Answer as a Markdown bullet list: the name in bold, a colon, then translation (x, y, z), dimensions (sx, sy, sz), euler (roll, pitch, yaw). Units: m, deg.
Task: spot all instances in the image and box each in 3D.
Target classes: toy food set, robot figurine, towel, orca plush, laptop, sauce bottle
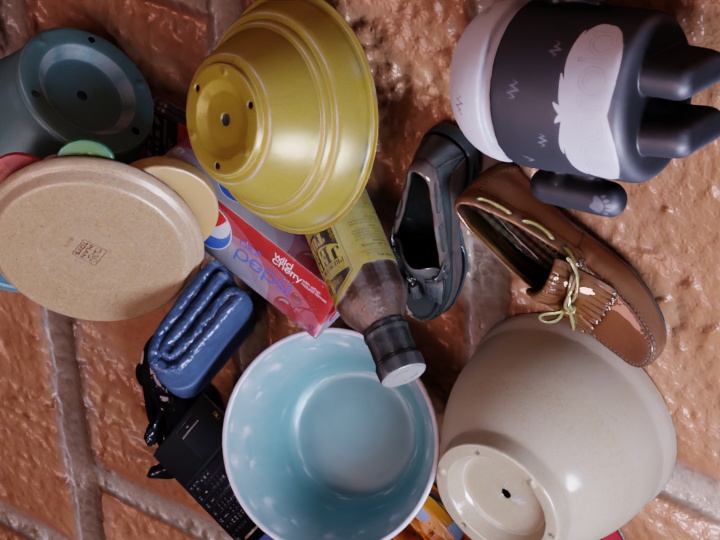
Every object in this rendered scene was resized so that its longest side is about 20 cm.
- **toy food set**: translation (-0.230, -0.033, 1.615), dimensions (0.196, 0.049, 0.201), euler (15, 135, -12)
- **robot figurine**: translation (0.029, 0.226, 1.787), dimensions (0.200, 0.058, 0.145), euler (43, 139, 4)
- **towel**: translation (-0.145, 0.058, 1.698), dimensions (0.048, 0.112, 0.200), euler (39, 172, 6)
- **orca plush**: translation (-0.209, 0.155, 1.930), dimensions (0.105, 0.071, 0.201), euler (33, 138, 16)
- **laptop**: translation (-0.137, 0.247, 1.813), dimensions (0.200, 0.103, 0.177), euler (45, 146, 3)
- **robot figurine**: translation (0.160, -0.130, 1.341), dimensions (0.199, 0.151, 0.125), euler (11, 165, 34)
- **sauce bottle**: translation (0.000, 0.000, 1.564), dimensions (0.065, 0.064, 0.201), euler (-54, 52, 50)

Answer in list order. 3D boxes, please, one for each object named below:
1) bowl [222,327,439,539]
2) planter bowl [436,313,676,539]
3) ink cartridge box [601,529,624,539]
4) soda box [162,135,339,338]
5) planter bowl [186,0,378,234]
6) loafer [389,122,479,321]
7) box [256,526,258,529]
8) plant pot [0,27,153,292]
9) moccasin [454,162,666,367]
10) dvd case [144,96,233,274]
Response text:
- **bowl**: translation (-0.015, 0.151, 1.694), dimensions (0.199, 0.105, 0.203), euler (0, 90, 15)
- **planter bowl**: translation (0.146, 0.156, 1.570), dimensions (0.199, 0.135, 0.201), euler (23, 133, 26)
- **ink cartridge box**: translation (0.160, 0.313, 1.632), dimensions (0.175, 0.200, 0.084), euler (-17, 109, 47)
- **soda box**: translation (-0.089, -0.036, 1.646), dimensions (0.200, 0.063, 0.070), euler (38, 137, 9)
- **planter bowl**: translation (-0.084, -0.125, 1.529), dimensions (0.199, 0.083, 0.202), euler (11, 105, 45)
- **loafer**: translation (0.050, -0.030, 1.560), dimensions (0.072, 0.063, 0.201), euler (28, 136, 22)
- **box**: translation (-0.019, 0.304, 1.890), dimensions (0.070, 0.064, 0.201), euler (-23, 104, 48)
- **plant pot**: translation (-0.284, -0.113, 1.700), dimensions (0.200, 0.200, 0.188), euler (48, 133, -1)
- **moccasin**: translation (0.157, 0.002, 1.480), dimensions (0.201, 0.078, 0.074), euler (47, 140, 0)
- **dvd case**: translation (-0.116, -0.058, 1.717), dimensions (0.199, 0.022, 0.147), euler (29, 137, 22)
